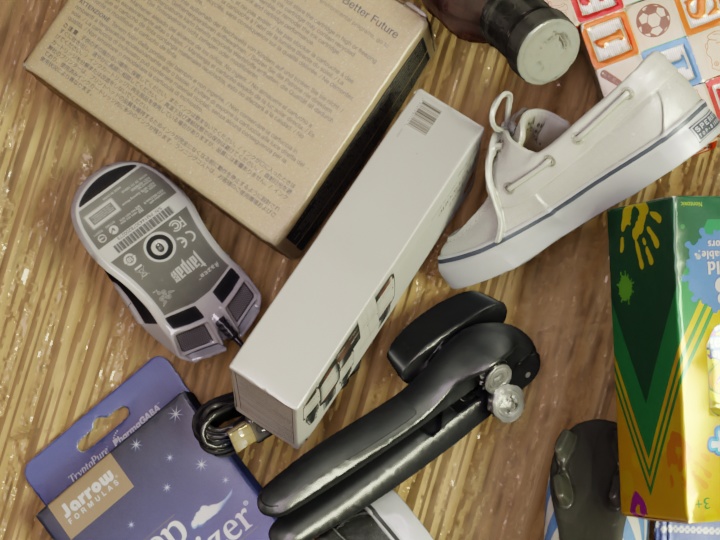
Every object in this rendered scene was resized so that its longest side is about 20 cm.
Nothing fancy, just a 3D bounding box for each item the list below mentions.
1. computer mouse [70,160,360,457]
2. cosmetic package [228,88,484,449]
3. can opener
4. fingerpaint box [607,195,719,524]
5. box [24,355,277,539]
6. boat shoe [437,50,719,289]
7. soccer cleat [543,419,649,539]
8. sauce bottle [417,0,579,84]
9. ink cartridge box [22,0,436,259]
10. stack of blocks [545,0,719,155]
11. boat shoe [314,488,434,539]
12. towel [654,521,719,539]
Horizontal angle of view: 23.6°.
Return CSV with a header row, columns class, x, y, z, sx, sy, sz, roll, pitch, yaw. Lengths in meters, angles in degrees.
class,x,y,z,sx,sy,sz,roll,pitch,yaw
computer mouse,-0.099,0.017,1.051,0.109,0.044,0.200,-36,75,-16
cosmetic package,0.000,0.000,0.994,0.050,0.083,0.201,31,72,8
can opener,0.024,0.093,0.999,0.200,0.064,0.078,-40,35,-19
fingerpaint box,0.240,0.046,0.933,0.198,0.073,0.169,0,86,-21
box,-0.111,0.163,1.045,0.121,0.032,0.201,-39,78,3
boat shoe,0.103,-0.064,0.975,0.201,0.074,0.086,-33,93,43
soccer cleat,0.129,0.183,0.952,0.069,0.087,0.202,2,60,25
sauce bottle,0.060,-0.174,0.995,0.066,0.066,0.200,-42,46,2
ink cartridge box,-0.078,-0.131,1.053,0.199,0.075,0.165,35,88,12
stack of blocks,0.153,-0.162,1.028,0.114,0.059,0.202,-19,81,6
boat shoe,0.048,0.219,0.984,0.068,0.074,0.200,-35,78,-15
towel,0.231,0.090,0.983,0.143,0.024,0.203,3,84,-16
